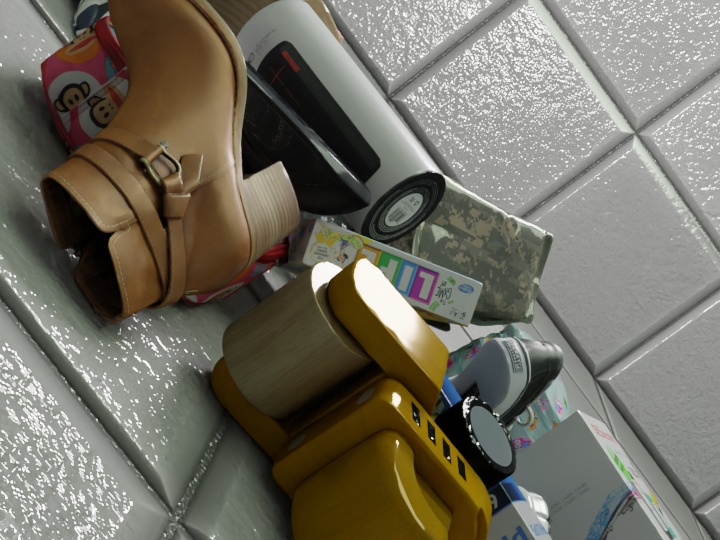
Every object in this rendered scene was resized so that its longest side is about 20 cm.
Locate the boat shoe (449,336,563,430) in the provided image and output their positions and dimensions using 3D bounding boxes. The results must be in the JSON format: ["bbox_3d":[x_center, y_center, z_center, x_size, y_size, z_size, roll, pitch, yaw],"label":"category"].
[{"bbox_3d":[0.115,0.110,1.186,0.200,0.067,0.074,121,-41,-53],"label":"boat shoe"}]

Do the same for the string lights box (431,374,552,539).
[{"bbox_3d":[0.035,0.132,0.945,0.201,0.102,0.059,57,9,17],"label":"string lights box"}]

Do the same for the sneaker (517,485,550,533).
[{"bbox_3d":[0.090,0.222,0.994,0.090,0.078,0.201,34,23,-15],"label":"sneaker"}]

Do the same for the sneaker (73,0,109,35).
[{"bbox_3d":[-0.167,-0.225,1.114,0.079,0.129,0.200,43,15,-40],"label":"sneaker"}]

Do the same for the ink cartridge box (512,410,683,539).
[{"bbox_3d":[0.200,0.250,1.182,0.201,0.145,0.147,57,11,20],"label":"ink cartridge box"}]

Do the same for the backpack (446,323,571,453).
[{"bbox_3d":[0.141,0.131,1.347,0.168,0.126,0.200,58,9,22],"label":"backpack"}]

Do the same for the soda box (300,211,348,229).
[{"bbox_3d":[-0.077,-0.077,1.148,0.200,0.070,0.064,34,63,-61],"label":"soda box"}]

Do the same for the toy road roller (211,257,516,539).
[{"bbox_3d":[-0.002,0.109,0.816,0.200,0.122,0.146,50,25,-12],"label":"toy road roller"}]

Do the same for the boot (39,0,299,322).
[{"bbox_3d":[-0.134,-0.076,0.795,0.155,0.076,0.202,-30,99,-45],"label":"boot"}]

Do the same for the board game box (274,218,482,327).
[{"bbox_3d":[0.000,0.000,1.052,0.133,0.035,0.200,21,-4,-13],"label":"board game box"}]

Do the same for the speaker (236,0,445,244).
[{"bbox_3d":[-0.020,-0.118,1.052,0.201,0.081,0.081,55,10,25],"label":"speaker"}]

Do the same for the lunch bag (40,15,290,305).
[{"bbox_3d":[-0.131,-0.074,0.950,0.201,0.081,0.176,56,7,2],"label":"lunch bag"}]

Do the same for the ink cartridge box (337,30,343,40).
[{"bbox_3d":[-0.124,-0.244,1.384,0.117,0.068,0.199,50,-28,-23],"label":"ink cartridge box"}]

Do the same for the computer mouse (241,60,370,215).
[{"bbox_3d":[-0.075,-0.105,0.962,0.200,0.053,0.138,46,4,6],"label":"computer mouse"}]

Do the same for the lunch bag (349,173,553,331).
[{"bbox_3d":[0.065,-0.014,1.369,0.163,0.119,0.199,26,-16,-29],"label":"lunch bag"}]

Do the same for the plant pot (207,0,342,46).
[{"bbox_3d":[-0.121,-0.210,1.261,0.199,0.093,0.202,28,-28,16],"label":"plant pot"}]
